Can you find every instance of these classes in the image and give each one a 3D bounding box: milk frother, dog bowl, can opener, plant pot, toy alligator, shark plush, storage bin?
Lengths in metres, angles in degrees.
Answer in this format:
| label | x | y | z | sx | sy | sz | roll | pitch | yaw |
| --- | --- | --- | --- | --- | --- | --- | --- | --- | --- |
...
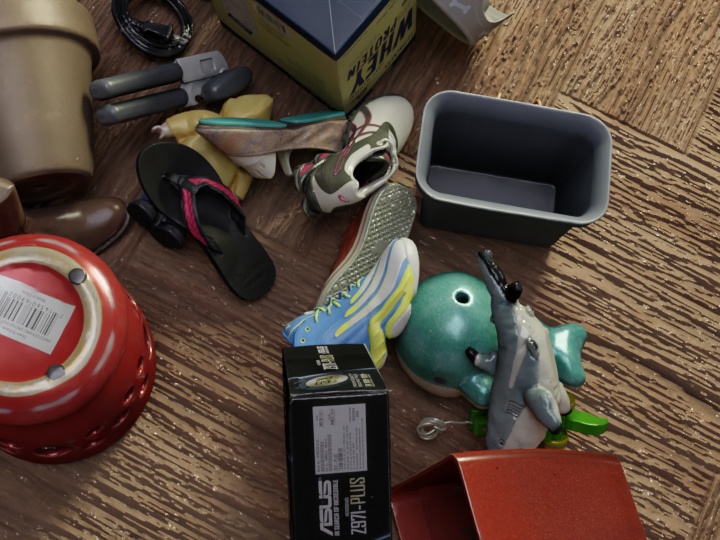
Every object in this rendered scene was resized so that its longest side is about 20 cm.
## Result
| label | x | y | z | sx | sy | sz | roll | pitch | yaw |
| --- | --- | --- | --- | --- | --- | --- | --- | --- | --- |
| milk frother | -0.195 | -0.365 | 1.113 | 0.180 | 0.188 | 0.201 | -3 | 72 | -6 |
| dog bowl | 0.080 | -0.333 | 1.131 | 0.200 | 0.200 | 0.059 | 42 | 98 | 9 |
| can opener | -0.196 | -0.200 | 1.077 | 0.200 | 0.067 | 0.054 | -30 | 113 | -52 |
| plant pot | -0.354 | -0.163 | 1.034 | 0.200 | 0.200 | 0.175 | -15 | 83 | -10 |
| toy alligator | 0.155 | 0.149 | 1.045 | 0.199 | 0.059 | 0.054 | 0 | 28 | -2 |
| plant pot | -0.305 | 0.075 | 0.958 | 0.200 | 0.183 | 0.201 | 1 | 73 | -4 |
| shark plush | 0.138 | 0.083 | 0.952 | 0.083 | 0.091 | 0.201 | -13 | 103 | 19 |
| plant pot | 0.159 | 0.267 | 0.936 | 0.176 | 0.200 | 0.200 | -10 | 72 | -20 |
| storage bin | 0.153 | -0.104 | 1.084 | 0.199 | 0.134 | 0.146 | 10 | 71 | -3 |

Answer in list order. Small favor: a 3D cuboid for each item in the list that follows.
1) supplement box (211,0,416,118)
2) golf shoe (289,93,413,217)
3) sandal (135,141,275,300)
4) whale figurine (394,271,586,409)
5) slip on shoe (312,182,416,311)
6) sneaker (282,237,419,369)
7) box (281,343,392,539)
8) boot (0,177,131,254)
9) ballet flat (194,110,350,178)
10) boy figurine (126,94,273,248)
| label | x | y | z | sx | sy | sz | roll | pitch | yaw |
| --- | --- | --- | --- | --- | --- | --- | --- | --- | --- |
| supplement box | -0.054 | -0.300 | 1.087 | 0.200 | 0.200 | 0.134 | 39 | 83 | 8 |
| golf shoe | 0.015 | -0.124 | 1.083 | 0.200 | 0.088 | 0.077 | -50 | 126 | -34 |
| sandal | -0.152 | -0.055 | 1.041 | 0.075 | 0.045 | 0.200 | -45 | 108 | -21 |
| whale figurine | 0.135 | 0.064 | 1.024 | 0.199 | 0.104 | 0.159 | 9 | 51 | 6 |
| slip on shoe | 0.000 | 0.000 | 1.078 | 0.074 | 0.061 | 0.201 | 25 | 83 | -19 |
| sneaker | -0.016 | 0.051 | 1.007 | 0.105 | 0.076 | 0.201 | 19 | 96 | -16 |
| box | -0.024 | 0.183 | 0.917 | 0.086 | 0.164 | 0.201 | -3 | 101 | -6 |
| boot | -0.327 | -0.058 | 0.988 | 0.186 | 0.200 | 0.064 | -24 | 75 | -12 |
| ballet flat | -0.087 | -0.133 | 1.074 | 0.200 | 0.068 | 0.068 | -10 | 108 | -39 |
| boy figurine | -0.170 | -0.124 | 1.092 | 0.124 | 0.064 | 0.200 | 41 | 69 | -18 |
